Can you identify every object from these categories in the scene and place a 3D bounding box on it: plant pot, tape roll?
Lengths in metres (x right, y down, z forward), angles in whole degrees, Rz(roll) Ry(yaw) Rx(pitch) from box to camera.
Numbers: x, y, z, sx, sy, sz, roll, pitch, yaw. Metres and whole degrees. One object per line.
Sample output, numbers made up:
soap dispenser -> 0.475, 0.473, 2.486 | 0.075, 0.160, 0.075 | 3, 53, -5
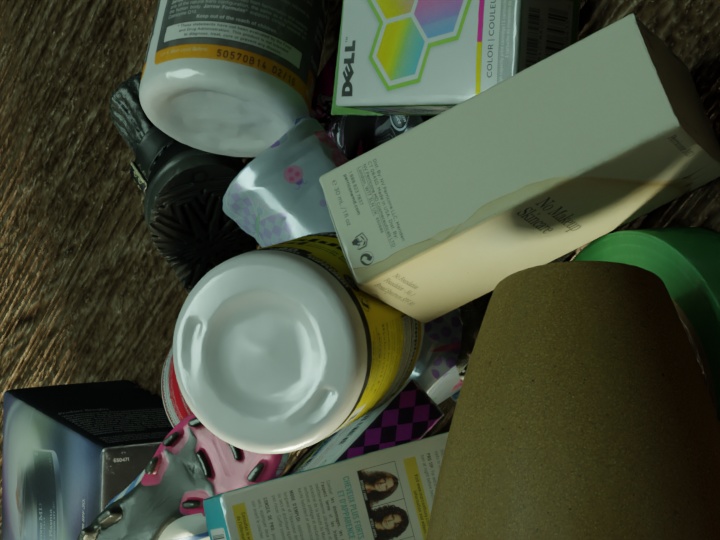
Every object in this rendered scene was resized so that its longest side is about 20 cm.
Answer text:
plant pot -> 0.116, 0.104, 1.316 | 0.186, 0.185, 0.202 | -30, 56, 56
tape roll -> 0.171, 0.077, 1.415 | 0.200, 0.048, 0.202 | 10, 102, 58

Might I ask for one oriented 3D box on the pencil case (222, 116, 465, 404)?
pencil case -> 0.000, 0.000, 1.593 | 0.200, 0.083, 0.091 | 48, 164, 11

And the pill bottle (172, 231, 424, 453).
pill bottle -> -0.026, 0.036, 1.450 | 0.110, 0.200, 0.112 | 1, 96, 15

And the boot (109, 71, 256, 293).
boot -> -0.130, -0.085, 1.816 | 0.211, 0.079, 0.159 | 91, 162, -67

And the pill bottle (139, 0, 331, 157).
pill bottle -> -0.075, -0.187, 1.688 | 0.116, 0.116, 0.202 | -29, 45, 57

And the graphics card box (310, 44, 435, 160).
graphics card box -> 0.006, -0.075, 1.674 | 0.200, 0.051, 0.126 | -51, 51, 48

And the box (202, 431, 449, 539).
box -> 0.016, 0.144, 1.453 | 0.049, 0.198, 0.083 | 156, 100, -71

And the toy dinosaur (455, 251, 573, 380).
toy dinosaur -> 0.096, -0.032, 1.506 | 0.201, 0.102, 0.077 | -59, 15, 23

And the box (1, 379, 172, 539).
box -> -0.194, 0.207, 1.974 | 0.198, 0.122, 0.202 | 19, 109, 59

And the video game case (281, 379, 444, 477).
video game case -> -0.047, 0.157, 1.554 | 0.036, 0.200, 0.181 | 45, 162, -3

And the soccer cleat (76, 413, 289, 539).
soccer cleat -> -0.103, 0.140, 1.640 | 0.200, 0.086, 0.070 | -39, 73, 33

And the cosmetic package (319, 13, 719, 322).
cosmetic package -> 0.090, -0.053, 1.388 | 0.199, 0.103, 0.074 | -26, 68, 18

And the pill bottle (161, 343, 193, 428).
pill bottle -> -0.078, 0.076, 1.739 | 0.200, 0.111, 0.113 | 144, 119, -77

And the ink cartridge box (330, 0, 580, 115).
ink cartridge box -> 0.040, -0.149, 1.539 | 0.199, 0.059, 0.105 | 3, 87, 44
